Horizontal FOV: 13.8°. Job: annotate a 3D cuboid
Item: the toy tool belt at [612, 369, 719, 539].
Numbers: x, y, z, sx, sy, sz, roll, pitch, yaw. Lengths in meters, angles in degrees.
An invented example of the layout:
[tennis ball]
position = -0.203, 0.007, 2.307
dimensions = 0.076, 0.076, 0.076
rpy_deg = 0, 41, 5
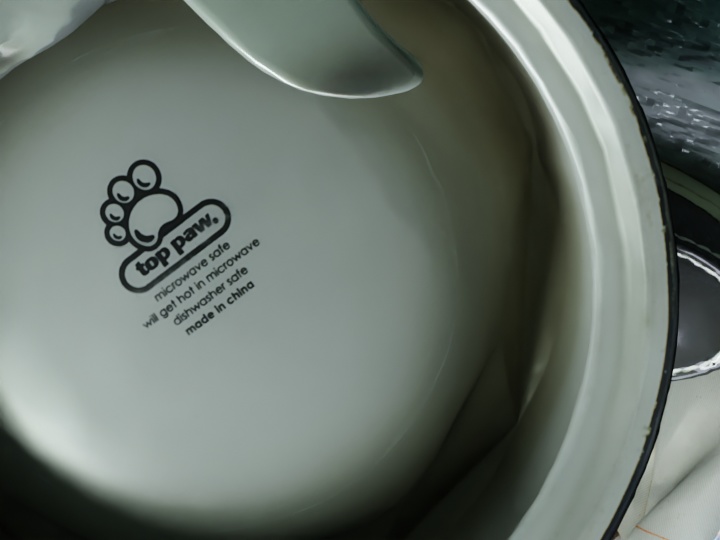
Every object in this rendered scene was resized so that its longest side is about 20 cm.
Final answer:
[toy tool belt]
position = 0.153, 0.090, 0.788
dimensions = 0.200, 0.123, 0.125
rpy_deg = 22, 165, 0

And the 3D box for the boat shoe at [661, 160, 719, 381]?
[boat shoe]
position = 0.000, -0.001, 0.724
dimensions = 0.201, 0.066, 0.072
rpy_deg = 13, 124, -1

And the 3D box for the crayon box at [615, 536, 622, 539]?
[crayon box]
position = 0.073, 0.129, 0.884
dimensions = 0.172, 0.200, 0.058
rpy_deg = 25, 166, -12

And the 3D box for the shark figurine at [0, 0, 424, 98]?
[shark figurine]
position = 0.010, -0.077, 0.552
dimensions = 0.214, 0.128, 0.090
rpy_deg = 5, -169, -3

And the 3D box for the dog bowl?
[dog bowl]
position = -0.035, 0.002, 0.639
dimensions = 0.200, 0.200, 0.074
rpy_deg = 23, -175, -3
